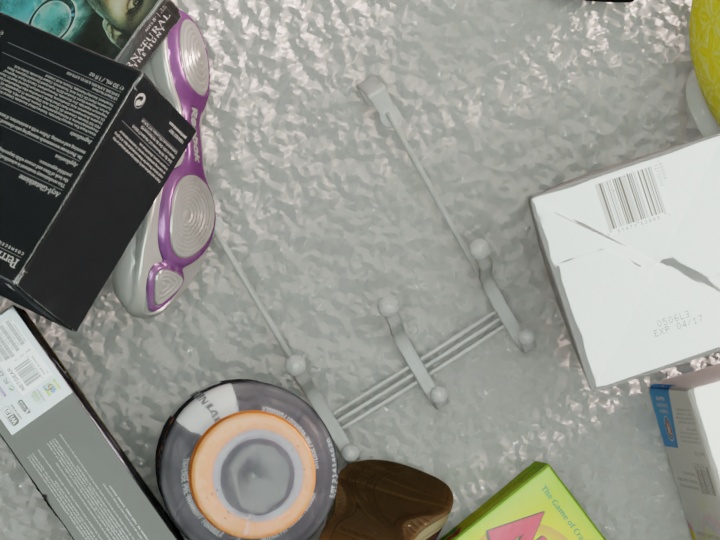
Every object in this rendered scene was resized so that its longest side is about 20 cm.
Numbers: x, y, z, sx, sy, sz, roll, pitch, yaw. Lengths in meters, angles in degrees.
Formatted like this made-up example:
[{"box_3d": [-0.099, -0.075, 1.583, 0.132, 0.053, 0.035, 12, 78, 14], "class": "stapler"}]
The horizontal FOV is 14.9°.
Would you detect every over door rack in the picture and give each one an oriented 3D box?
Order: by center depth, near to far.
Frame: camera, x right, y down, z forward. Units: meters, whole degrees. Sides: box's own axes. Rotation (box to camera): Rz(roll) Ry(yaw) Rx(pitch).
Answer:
[{"box_3d": [0.000, 0.000, 1.707, 0.147, 0.067, 0.200, -32, 91, -6], "class": "over door rack"}]

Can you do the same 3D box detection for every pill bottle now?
[{"box_3d": [-0.068, 0.117, 1.630, 0.106, 0.200, 0.107, 0, 88, -5], "class": "pill bottle"}]

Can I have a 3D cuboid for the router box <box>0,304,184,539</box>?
[{"box_3d": [-0.168, 0.116, 1.643, 0.052, 0.157, 0.200, -35, 91, -5], "class": "router box"}]

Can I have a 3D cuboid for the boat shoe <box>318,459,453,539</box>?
[{"box_3d": [0.005, 0.174, 1.651, 0.072, 0.200, 0.072, 20, 110, 4], "class": "boat shoe"}]

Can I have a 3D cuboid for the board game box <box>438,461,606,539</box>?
[{"box_3d": [0.066, 0.220, 1.716, 0.200, 0.048, 0.102, -38, 92, -5], "class": "board game box"}]

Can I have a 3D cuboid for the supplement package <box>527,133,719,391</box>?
[{"box_3d": [0.173, -0.007, 1.649, 0.121, 0.200, 0.120, -19, 90, 3], "class": "supplement package"}]

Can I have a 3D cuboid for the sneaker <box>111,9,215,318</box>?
[{"box_3d": [-0.142, -0.062, 1.680, 0.099, 0.075, 0.201, -10, 65, 22], "class": "sneaker"}]

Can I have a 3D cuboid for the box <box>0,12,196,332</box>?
[{"box_3d": [-0.217, -0.071, 1.594, 0.200, 0.079, 0.141, 25, 76, 32], "class": "box"}]

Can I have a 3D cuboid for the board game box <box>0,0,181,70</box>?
[{"box_3d": [-0.215, -0.111, 1.674, 0.135, 0.028, 0.200, 33, 85, 33], "class": "board game box"}]

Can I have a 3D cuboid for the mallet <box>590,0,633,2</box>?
[{"box_3d": [0.163, -0.266, 1.747, 0.066, 0.041, 0.201, 14, 83, -3], "class": "mallet"}]

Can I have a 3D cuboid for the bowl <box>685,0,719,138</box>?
[{"box_3d": [0.266, -0.120, 1.703, 0.108, 0.200, 0.200, -36, 92, 37], "class": "bowl"}]

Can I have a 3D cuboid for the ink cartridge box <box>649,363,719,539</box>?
[{"box_3d": [0.274, 0.149, 1.697, 0.125, 0.129, 0.201, -17, 91, -6], "class": "ink cartridge box"}]
